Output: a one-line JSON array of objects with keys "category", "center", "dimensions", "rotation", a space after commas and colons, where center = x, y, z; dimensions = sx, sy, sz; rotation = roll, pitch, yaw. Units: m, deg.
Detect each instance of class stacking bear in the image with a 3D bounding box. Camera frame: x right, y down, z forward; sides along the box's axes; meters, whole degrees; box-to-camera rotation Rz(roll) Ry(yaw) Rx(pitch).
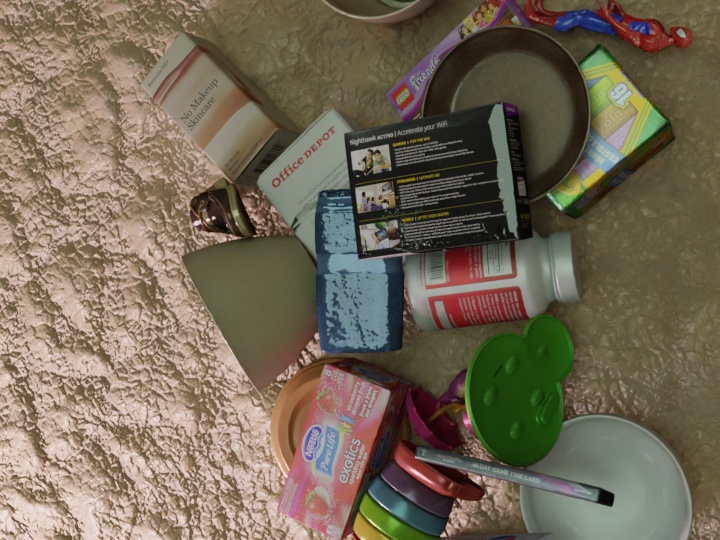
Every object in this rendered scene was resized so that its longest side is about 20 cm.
[{"category": "stacking bear", "center": [0.041, 0.317, 1.179], "dimensions": [0.113, 0.121, 0.201], "rotation": [31, 90, 33]}]

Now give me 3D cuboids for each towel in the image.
[{"category": "towel", "center": [0.000, 0.000, 1.202], "dimensions": [0.111, 0.049, 0.201], "rotation": [0, 92, 18]}]

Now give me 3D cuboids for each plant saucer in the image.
[{"category": "plant saucer", "center": [-0.033, 0.217, 1.305], "dimensions": [0.199, 0.037, 0.202], "rotation": [0, 90, 19]}, {"category": "plant saucer", "center": [0.165, -0.171, 1.104], "dimensions": [0.199, 0.037, 0.202], "rotation": [3, 96, 27]}]

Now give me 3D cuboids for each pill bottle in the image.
[{"category": "pill bottle", "center": [0.162, 0.008, 1.194], "dimensions": [0.199, 0.112, 0.113], "rotation": [-8, 87, 17]}]

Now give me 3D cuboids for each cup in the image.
[{"category": "cup", "center": [-0.120, 0.035, 1.273], "dimensions": [0.143, 0.200, 0.201], "rotation": [-29, 79, -6]}]

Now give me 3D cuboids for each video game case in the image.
[{"category": "video game case", "center": [0.174, 0.228, 1.089], "dimensions": [0.199, 0.143, 0.019], "rotation": [10, 79, 22]}]

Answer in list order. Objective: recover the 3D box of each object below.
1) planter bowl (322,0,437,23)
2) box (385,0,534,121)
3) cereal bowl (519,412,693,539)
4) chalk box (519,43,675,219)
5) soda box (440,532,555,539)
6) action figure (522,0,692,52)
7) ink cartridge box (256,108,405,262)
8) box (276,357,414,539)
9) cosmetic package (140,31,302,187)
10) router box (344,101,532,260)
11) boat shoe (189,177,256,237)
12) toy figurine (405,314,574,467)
[{"category": "planter bowl", "center": [0.040, -0.399, 1.231], "dimensions": [0.199, 0.135, 0.202], "rotation": [0, 89, 20]}, {"category": "box", "center": [0.142, -0.227, 1.219], "dimensions": [0.200, 0.039, 0.137], "rotation": [-40, 76, 31]}, {"category": "cereal bowl", "center": [0.292, 0.266, 1.160], "dimensions": [0.199, 0.083, 0.201], "rotation": [0, 89, 22]}, {"category": "chalk box", "center": [0.251, -0.143, 1.159], "dimensions": [0.200, 0.124, 0.124], "rotation": [-42, 77, 16]}, {"category": "soda box", "center": [0.147, 0.356, 1.175], "dimensions": [0.200, 0.068, 0.064], "rotation": [-22, 81, 50]}, {"category": "action figure", "center": [0.297, -0.298, 1.174], "dimensions": [0.199, 0.065, 0.052], "rotation": [21, 117, 19]}, {"category": "ink cartridge box", "center": [-0.015, -0.086, 1.274], "dimensions": [0.144, 0.084, 0.200], "rotation": [-41, 78, 15]}, {"category": "box", "center": [-0.018, 0.219, 1.228], "dimensions": [0.095, 0.100, 0.201], "rotation": [21, 97, 19]}, {"category": "cosmetic package", "center": [-0.189, -0.218, 1.338], "dimensions": [0.200, 0.087, 0.103], "rotation": [44, 104, 15]}, {"category": "router box", "center": [0.085, -0.097, 1.104], "dimensions": [0.199, 0.051, 0.150], "rotation": [-7, 90, 28]}, {"category": "boat shoe", "center": [-0.187, -0.073, 1.281], "dimensions": [0.072, 0.200, 0.072], "rotation": [-26, 111, -8]}, {"category": "toy figurine", "center": [0.139, 0.146, 1.190], "dimensions": [0.150, 0.200, 0.184], "rotation": [50, 145, -15]}]
